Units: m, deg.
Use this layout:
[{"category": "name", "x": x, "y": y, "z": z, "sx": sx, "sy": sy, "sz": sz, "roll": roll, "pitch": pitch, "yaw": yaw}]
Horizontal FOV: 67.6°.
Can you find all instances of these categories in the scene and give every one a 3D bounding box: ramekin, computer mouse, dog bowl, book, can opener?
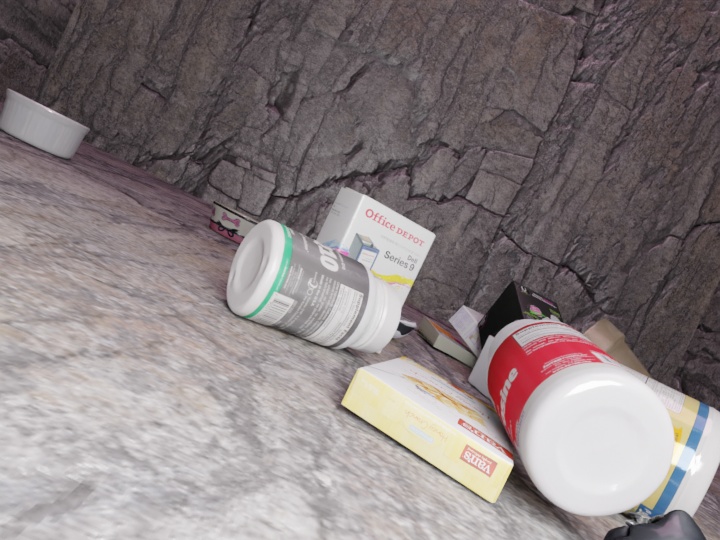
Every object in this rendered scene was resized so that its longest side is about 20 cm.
[{"category": "ramekin", "x": -0.813, "y": -0.368, "z": 1.376, "sx": 0.198, "sy": 0.099, "sz": 0.200, "roll": 27, "pitch": 1, "yaw": -1}, {"category": "computer mouse", "x": 0.033, "y": 0.102, "z": 1.027, "sx": 0.198, "sy": 0.045, "sz": 0.109, "roll": 17, "pitch": 3, "yaw": -44}, {"category": "dog bowl", "x": -0.341, "y": -0.122, "z": 1.537, "sx": 0.197, "sy": 0.075, "sz": 0.200, "roll": 26, "pitch": 1, "yaw": -1}, {"category": "book", "x": 0.228, "y": 0.187, "z": 1.381, "sx": 0.132, "sy": 0.049, "sz": 0.200, "roll": 30, "pitch": 2, "yaw": -7}, {"category": "can opener", "x": 0.247, "y": 0.226, "z": 0.391, "sx": 0.198, "sy": 0.080, "sz": 0.063, "roll": 29, "pitch": -39, "yaw": -30}]

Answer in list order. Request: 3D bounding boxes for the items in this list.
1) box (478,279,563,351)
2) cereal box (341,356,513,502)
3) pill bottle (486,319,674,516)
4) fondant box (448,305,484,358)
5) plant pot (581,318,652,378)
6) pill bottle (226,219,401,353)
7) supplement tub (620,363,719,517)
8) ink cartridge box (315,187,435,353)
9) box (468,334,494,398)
[{"category": "box", "x": 0.347, "y": 0.152, "z": 1.148, "sx": 0.123, "sy": 0.150, "sz": 0.201, "roll": 26, "pitch": 33, "yaw": -11}, {"category": "cereal box", "x": 0.075, "y": 0.136, "z": 0.513, "sx": 0.142, "sy": 0.040, "sz": 0.200, "roll": 29, "pitch": 2, "yaw": 16}, {"category": "pill bottle", "x": 0.176, "y": 0.111, "z": 0.482, "sx": 0.111, "sy": 0.114, "sz": 0.200, "roll": 26, "pitch": 10, "yaw": -3}, {"category": "fondant box", "x": 0.318, "y": 0.188, "z": 1.316, "sx": 0.143, "sy": 0.058, "sz": 0.201, "roll": 24, "pitch": 24, "yaw": -53}, {"category": "plant pot", "x": 0.348, "y": 0.199, "z": 0.761, "sx": 0.174, "sy": 0.201, "sz": 0.199, "roll": 45, "pitch": 11, "yaw": 28}, {"category": "pill bottle", "x": -0.052, "y": 0.028, "z": 0.655, "sx": 0.198, "sy": 0.115, "sz": 0.113, "roll": 25, "pitch": 1, "yaw": -34}, {"category": "supplement tub", "x": 0.280, "y": 0.179, "z": 0.610, "sx": 0.198, "sy": 0.147, "sz": 0.144, "roll": 26, "pitch": 2, "yaw": 30}, {"category": "ink cartridge box", "x": 0.000, "y": 0.000, "z": 0.800, "sx": 0.144, "sy": 0.203, "sz": 0.087, "roll": 25, "pitch": 2, "yaw": -30}, {"category": "box", "x": 0.317, "y": 0.213, "z": 0.970, "sx": 0.197, "sy": 0.099, "sz": 0.124, "roll": 26, "pitch": 2, "yaw": -17}]
